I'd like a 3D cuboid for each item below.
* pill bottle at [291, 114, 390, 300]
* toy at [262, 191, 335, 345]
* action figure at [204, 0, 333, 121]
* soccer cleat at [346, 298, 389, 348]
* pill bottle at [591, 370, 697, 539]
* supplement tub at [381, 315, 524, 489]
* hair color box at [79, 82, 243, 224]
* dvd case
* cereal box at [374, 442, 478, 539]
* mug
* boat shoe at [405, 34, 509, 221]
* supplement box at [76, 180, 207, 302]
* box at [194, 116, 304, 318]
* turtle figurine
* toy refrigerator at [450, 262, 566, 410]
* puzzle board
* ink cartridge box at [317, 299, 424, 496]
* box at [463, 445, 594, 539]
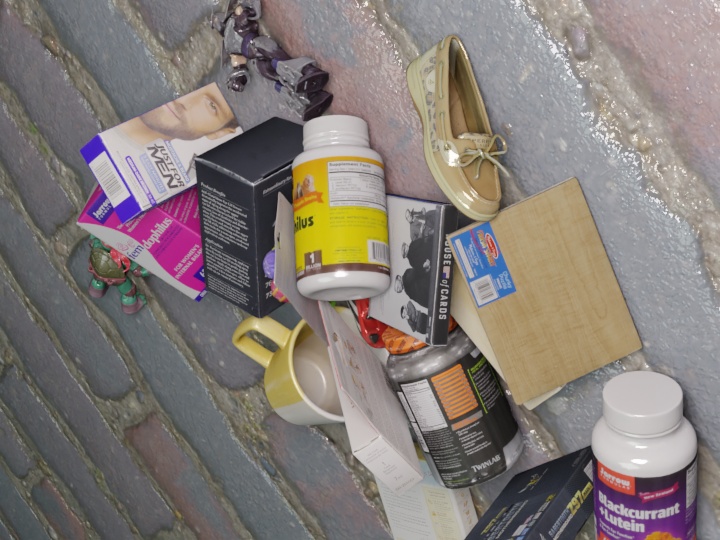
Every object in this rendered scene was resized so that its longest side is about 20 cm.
[{"bbox_3d":[-0.024,-0.072,1.311,0.109,0.109,0.202,-17,71,48],"label":"pill bottle"},{"bbox_3d":[-0.082,0.004,1.359,0.047,0.116,0.200,-8,154,17],"label":"toy"},{"bbox_3d":[-0.120,-0.261,1.361,0.200,0.069,0.131,39,146,25],"label":"action figure"},{"bbox_3d":[0.000,0.000,1.417,0.085,0.068,0.202,-166,58,-73],"label":"soccer cleat"},{"bbox_3d":[0.305,0.214,1.219,0.111,0.111,0.202,15,125,38],"label":"pill bottle"},{"bbox_3d":[0.108,0.148,1.362,0.122,0.122,0.201,-12,106,48],"label":"supplement tub"},{"bbox_3d":[-0.243,-0.152,1.449,0.065,0.200,0.110,-24,98,47],"label":"hair color box"},{"bbox_3d":[0.056,-0.006,1.280,0.200,0.025,0.152,-158,71,-70],"label":"dvd case"},{"bbox_3d":[0.095,0.330,1.558,0.143,0.039,0.202,4,117,43],"label":"cereal box"},{"bbox_3d":[-0.065,0.124,1.514,0.188,0.149,0.153,60,148,2],"label":"mug"},{"bbox_3d":[0.104,-0.148,1.174,0.063,0.073,0.201,-38,65,43],"label":"boat shoe"},{"bbox_3d":[-0.262,-0.067,1.523,0.199,0.104,0.101,35,125,-18],"label":"supplement box"},{"bbox_3d":[-0.116,-0.068,1.422,0.104,0.148,0.201,25,130,32],"label":"box"},{"bbox_3d":[-0.375,-0.020,1.753,0.150,0.101,0.201,41,143,17],"label":"turtle figurine"},{"bbox_3d":[0.165,0.048,1.277,0.200,0.076,0.070,52,139,6],"label":"toy refrigerator"},{"bbox_3d":[0.195,0.023,1.200,0.017,0.150,0.201,-113,-1,-79],"label":"puzzle board"},{"bbox_3d":[-0.006,0.139,1.324,0.045,0.201,0.176,-34,122,11],"label":"ink cartridge box"},{"bbox_3d":[0.192,0.296,1.316,0.051,0.200,0.158,51,140,-2],"label":"box"}]
